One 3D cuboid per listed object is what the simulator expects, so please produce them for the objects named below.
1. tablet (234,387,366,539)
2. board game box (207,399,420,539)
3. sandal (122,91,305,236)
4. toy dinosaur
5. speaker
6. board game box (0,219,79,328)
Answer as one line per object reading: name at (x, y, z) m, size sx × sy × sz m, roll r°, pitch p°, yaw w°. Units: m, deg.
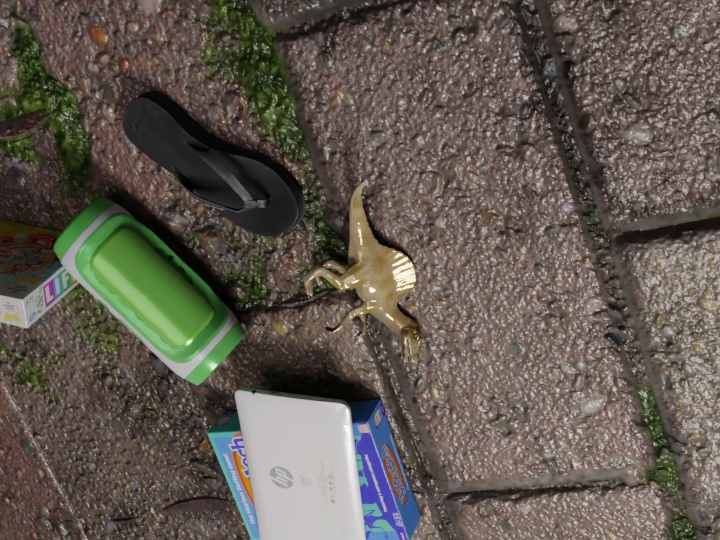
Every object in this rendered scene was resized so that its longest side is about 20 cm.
tablet at (-0.061, 0.215, 1.126) m, size 0.128 × 0.014 × 0.203 m, roll 5°, pitch 117°, yaw 21°
board game box at (-0.050, 0.220, 1.159) m, size 0.197 × 0.045 × 0.154 m, roll -8°, pitch 114°, yaw 27°
sandal at (-0.145, -0.092, 1.027) m, size 0.199 × 0.043 × 0.077 m, roll 31°, pitch 125°, yaw 4°
toy dinosaur at (0.000, 0.000, 1.021) m, size 0.100 × 0.058 × 0.202 m, roll -14°, pitch 120°, yaw 13°
speaker at (-0.212, 0.021, 1.089) m, size 0.200 × 0.089 × 0.088 m, roll 44°, pitch 125°, yaw -5°
board game box at (-0.393, -0.006, 1.125) m, size 0.197 × 0.135 × 0.035 m, roll 11°, pitch 122°, yaw 17°
